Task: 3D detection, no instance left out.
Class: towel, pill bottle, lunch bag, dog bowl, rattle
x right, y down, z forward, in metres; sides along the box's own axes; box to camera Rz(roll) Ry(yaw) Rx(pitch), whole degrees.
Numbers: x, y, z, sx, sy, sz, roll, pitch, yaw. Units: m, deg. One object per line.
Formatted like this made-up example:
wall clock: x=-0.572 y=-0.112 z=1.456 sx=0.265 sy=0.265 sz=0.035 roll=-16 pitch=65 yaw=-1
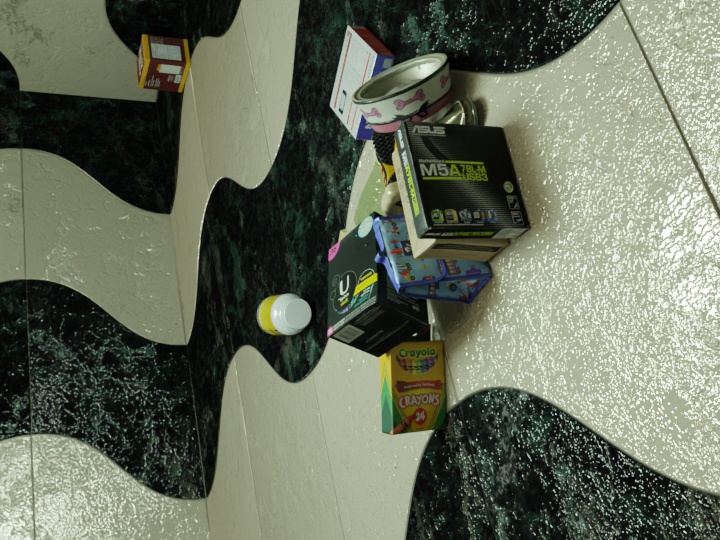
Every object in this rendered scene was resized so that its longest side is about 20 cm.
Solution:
towel: x=0.053 y=-0.131 z=1.668 sx=0.149 sy=0.036 sz=0.202 roll=54 pitch=142 yaw=28
pill bottle: x=-0.209 y=0.123 z=2.168 sx=0.199 sy=0.109 sz=0.115 roll=170 pitch=98 yaw=-64
lunch bag: x=0.112 y=-0.025 z=1.395 sx=0.095 sy=0.196 sz=0.153 roll=-58 pitch=42 yaw=48
dog bowl: x=0.085 y=-0.332 z=1.471 sx=0.199 sy=0.198 sz=0.075 roll=28 pitch=148 yaw=61
rattle: x=0.092 y=-0.151 z=1.497 sx=0.144 sy=0.129 sz=0.200 roll=58 pitch=180 yaw=26

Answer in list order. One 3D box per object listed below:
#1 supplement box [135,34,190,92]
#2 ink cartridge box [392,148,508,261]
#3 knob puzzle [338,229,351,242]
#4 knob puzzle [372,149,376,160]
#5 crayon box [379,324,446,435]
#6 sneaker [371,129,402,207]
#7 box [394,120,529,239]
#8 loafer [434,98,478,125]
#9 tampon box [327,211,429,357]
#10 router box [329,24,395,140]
supplement box: x=-0.866 y=-0.904 z=3.415 sx=0.198 sy=0.196 sz=0.136 roll=-49 pitch=48 yaw=53
ink cartridge box: x=0.154 y=-0.124 z=1.346 sx=0.075 sy=0.161 sz=0.205 roll=-40 pitch=56 yaw=53
knob puzzle: x=0.000 y=0.000 z=1.788 sx=0.221 sy=0.030 sz=0.223 roll=53 pitch=154 yaw=40
knob puzzle: x=0.078 y=-0.237 z=1.653 sx=0.218 sy=0.030 sz=0.226 roll=3 pitch=93 yaw=64
crayon box: x=0.100 y=0.207 z=1.510 sx=0.051 sy=0.124 sz=0.206 roll=-9 pitch=83 yaw=63
sneaker: x=0.075 y=-0.195 z=1.561 sx=0.090 sy=0.068 sz=0.205 roll=-64 pitch=-41 yaw=-77
box: x=0.166 y=-0.148 z=1.283 sx=0.048 sy=0.195 sz=0.198 roll=137 pitch=128 yaw=-58
loafer: x=0.153 y=-0.242 z=1.452 sx=0.201 sy=0.068 sz=0.077 roll=126 pitch=136 yaw=-51
tampon box: x=0.028 y=0.027 z=1.452 sx=0.149 sy=0.125 sz=0.204 roll=-37 pitch=41 yaw=38
router box: x=0.000 y=-0.431 z=1.791 sx=0.181 sy=0.048 sz=0.203 roll=58 pitch=140 yaw=47
